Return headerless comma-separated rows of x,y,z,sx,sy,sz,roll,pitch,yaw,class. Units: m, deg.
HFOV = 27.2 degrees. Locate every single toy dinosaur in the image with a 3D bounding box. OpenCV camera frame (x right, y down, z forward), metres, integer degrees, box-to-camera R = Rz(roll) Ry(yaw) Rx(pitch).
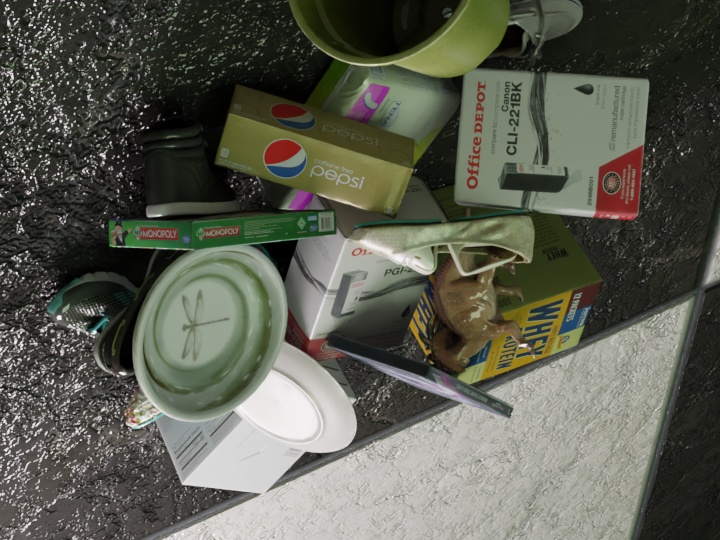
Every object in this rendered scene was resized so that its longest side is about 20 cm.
0.113,0.040,1.642,0.134,0.086,0.202,-13,116,7,toy dinosaur

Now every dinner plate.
-0.096,0.149,1.731,0.024,0.198,0.201,-57,166,-38,dinner plate

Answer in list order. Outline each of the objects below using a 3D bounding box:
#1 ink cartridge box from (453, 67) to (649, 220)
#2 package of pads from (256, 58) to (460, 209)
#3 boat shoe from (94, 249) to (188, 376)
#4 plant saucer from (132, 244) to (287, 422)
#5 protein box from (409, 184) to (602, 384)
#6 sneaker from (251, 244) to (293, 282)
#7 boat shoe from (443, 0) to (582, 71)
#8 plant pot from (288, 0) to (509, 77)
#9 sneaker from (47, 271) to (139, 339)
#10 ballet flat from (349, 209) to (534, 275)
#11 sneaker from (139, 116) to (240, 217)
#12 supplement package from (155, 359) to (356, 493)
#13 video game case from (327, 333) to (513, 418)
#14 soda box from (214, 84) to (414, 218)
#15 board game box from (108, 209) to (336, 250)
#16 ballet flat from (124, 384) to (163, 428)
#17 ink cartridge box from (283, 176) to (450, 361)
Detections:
0.201,-0.135,1.586,0.197,0.147,0.084,5,180,8,ink cartridge box
0.001,-0.146,1.629,0.153,0.069,0.201,5,133,-43,package of pads
-0.211,0.031,1.629,0.072,0.060,0.202,40,76,-25,boat shoe
-0.169,0.060,1.601,0.198,0.050,0.203,-17,118,-36,plant saucer
0.155,0.007,1.839,0.196,0.201,0.136,-17,146,-20,protein box
-0.098,0.006,1.748,0.198,0.084,0.121,-20,156,-14,sneaker
0.170,-0.253,1.607,0.200,0.087,0.075,-9,142,-30,boat shoe
0.056,-0.270,1.418,0.200,0.201,0.184,-40,158,14,plant pot
-0.261,0.063,1.675,0.199,0.092,0.078,14,127,-48,sneaker
0.089,-0.025,1.549,0.197,0.063,0.067,-5,172,-8,ballet flat
-0.172,-0.108,1.537,0.070,0.101,0.200,-3,-177,12,sneaker
-0.136,0.177,1.914,0.200,0.112,0.155,-46,144,23,supplement package
0.071,0.121,1.693,0.199,0.142,0.019,30,79,-52,video game case
-0.045,-0.122,1.528,0.197,0.068,0.065,16,123,-7,soda box
-0.140,-0.044,1.530,0.199,0.133,0.030,-7,98,-47,board game box
-0.216,0.120,1.820,0.198,0.076,0.064,-30,112,9,ballet flat
0.000,0.000,1.674,0.144,0.085,0.201,-9,137,-31,ink cartridge box
